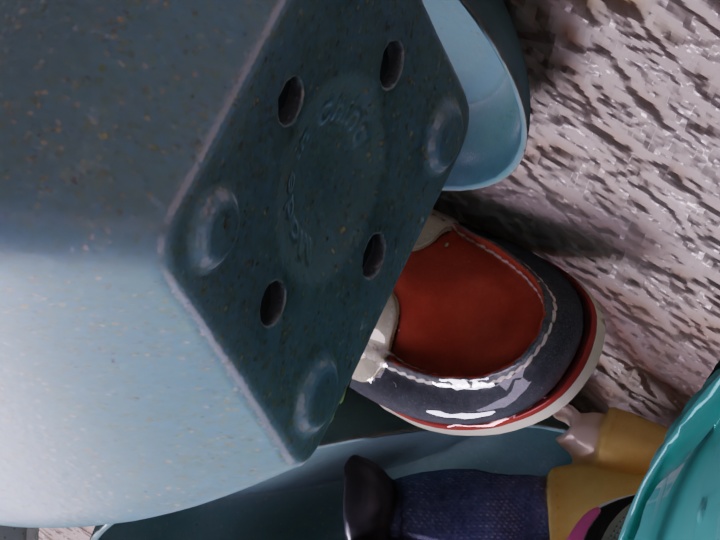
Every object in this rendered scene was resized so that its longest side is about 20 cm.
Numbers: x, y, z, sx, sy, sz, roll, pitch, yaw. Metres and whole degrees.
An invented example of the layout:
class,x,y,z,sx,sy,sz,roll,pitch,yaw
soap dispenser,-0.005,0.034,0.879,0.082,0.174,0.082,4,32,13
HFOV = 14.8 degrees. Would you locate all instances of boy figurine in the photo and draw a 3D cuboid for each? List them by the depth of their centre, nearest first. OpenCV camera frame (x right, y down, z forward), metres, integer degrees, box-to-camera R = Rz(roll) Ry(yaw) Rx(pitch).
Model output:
class,x,y,z,sx,sy,sz,roll,pitch,yaw
boy figurine,0.093,0.108,0.965,0.198,0.125,0.064,2,161,9

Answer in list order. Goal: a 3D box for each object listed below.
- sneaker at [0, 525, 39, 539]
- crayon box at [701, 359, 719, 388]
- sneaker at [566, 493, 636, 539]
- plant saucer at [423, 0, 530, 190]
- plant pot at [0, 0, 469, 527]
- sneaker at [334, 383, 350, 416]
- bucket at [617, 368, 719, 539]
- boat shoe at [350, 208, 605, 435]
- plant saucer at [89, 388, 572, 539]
class,x,y,z,sx,sy,sz,roll,pitch,yaw
sneaker,-0.111,0.031,0.888,0.080,0.071,0.201,11,-154,-18
crayon box,0.204,0.085,0.846,0.199,0.051,0.127,37,162,-6
sneaker,0.155,0.122,0.832,0.199,0.074,0.087,31,163,-5
plant saucer,-0.030,-0.096,0.830,0.199,0.028,0.200,31,161,12
plant pot,-0.089,-0.044,0.731,0.199,0.197,0.197,15,156,27
sneaker,-0.059,-0.026,0.929,0.200,0.077,0.084,52,-162,25
bucket,0.165,0.086,0.694,0.207,0.208,0.135,35,167,-5
boat shoe,0.000,0.000,0.957,0.199,0.071,0.063,23,164,47
plant saucer,-0.010,0.075,1.073,0.198,0.036,0.200,-11,162,-4
